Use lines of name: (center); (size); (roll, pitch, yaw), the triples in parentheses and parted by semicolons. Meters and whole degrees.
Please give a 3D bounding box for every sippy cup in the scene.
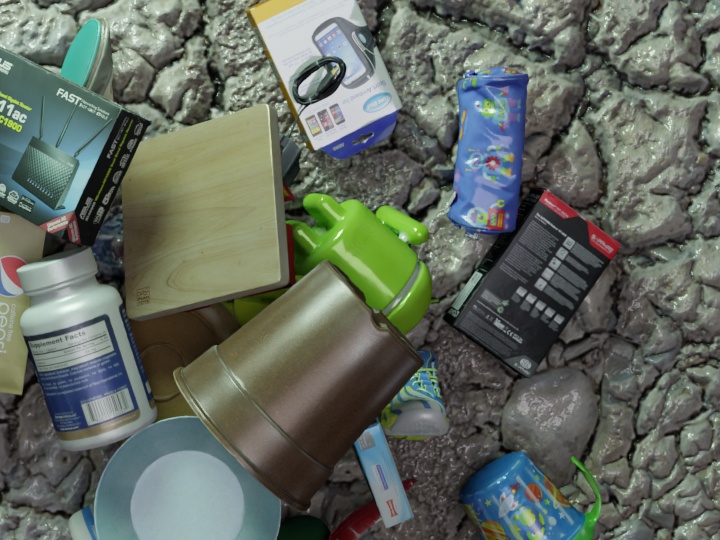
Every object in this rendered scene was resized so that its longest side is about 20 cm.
sippy cup: (0.192, 0.296, 1.785); (0.178, 0.140, 0.130); (-38, 95, -31)

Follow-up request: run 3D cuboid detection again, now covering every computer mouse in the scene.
computer mouse: (-0.078, -0.156, 1.662); (0.059, 0.034, 0.200); (30, 109, -2)

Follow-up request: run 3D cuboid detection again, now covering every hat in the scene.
hat: (-0.061, 0.293, 1.730); (0.165, 0.200, 0.177); (9, 74, 26)

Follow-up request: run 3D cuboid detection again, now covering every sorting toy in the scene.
sorting toy: (-0.158, -0.056, 1.605); (0.200, 0.070, 0.199); (-14, 71, 28)

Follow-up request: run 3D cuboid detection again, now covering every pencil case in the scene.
pencil case: (0.148, -0.138, 1.731); (0.087, 0.078, 0.201); (4, 97, -6)

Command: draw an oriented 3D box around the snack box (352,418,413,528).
snack box: (0.011, 0.203, 1.681); (0.037, 0.200, 0.116); (-20, 102, -3)

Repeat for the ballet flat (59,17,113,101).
ballet flat: (-0.308, -0.179, 1.626); (0.064, 0.067, 0.200); (21, 94, -43)

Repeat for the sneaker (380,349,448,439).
sneaker: (0.058, 0.139, 1.695); (0.075, 0.200, 0.105); (3, 81, -7)

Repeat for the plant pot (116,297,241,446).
plant pot: (-0.220, 0.114, 1.652); (0.199, 0.027, 0.201); (-1, 85, 11)

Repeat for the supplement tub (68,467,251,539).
supplement tub: (-0.216, 0.289, 1.674); (0.200, 0.132, 0.132); (-30, 104, -8)

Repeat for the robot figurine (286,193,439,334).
robot figurine: (0.000, 0.000, 1.693); (0.200, 0.116, 0.176); (43, 78, -16)

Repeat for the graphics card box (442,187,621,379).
graphics card box: (0.207, 0.015, 1.782); (0.125, 0.051, 0.200); (34, 88, -17)

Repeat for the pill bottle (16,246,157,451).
pill bottle: (-0.297, 0.082, 1.576); (0.111, 0.111, 0.201); (-18, 99, -11)

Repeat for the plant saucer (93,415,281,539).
plant saucer: (-0.186, 0.258, 1.595); (0.200, 0.039, 0.202); (1, 85, -6)

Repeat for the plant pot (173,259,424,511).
plant pot: (-0.053, 0.109, 1.527); (0.198, 0.200, 0.200); (-43, 106, 2)

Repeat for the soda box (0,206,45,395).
soda box: (-0.391, 0.032, 1.624); (0.064, 0.068, 0.201); (7, 96, -16)

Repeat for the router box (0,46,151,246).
router box: (-0.339, -0.134, 1.559); (0.200, 0.062, 0.150); (26, 93, 23)

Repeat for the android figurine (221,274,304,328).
android figurine: (-0.077, 0.089, 1.666); (0.199, 0.041, 0.183); (7, 116, 22)

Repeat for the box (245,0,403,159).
box: (-0.036, -0.232, 1.691); (0.119, 0.041, 0.200); (-27, 106, -9)
